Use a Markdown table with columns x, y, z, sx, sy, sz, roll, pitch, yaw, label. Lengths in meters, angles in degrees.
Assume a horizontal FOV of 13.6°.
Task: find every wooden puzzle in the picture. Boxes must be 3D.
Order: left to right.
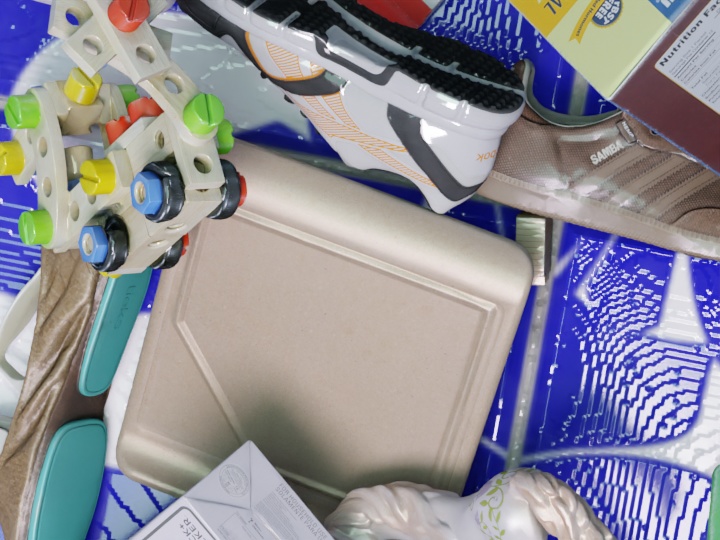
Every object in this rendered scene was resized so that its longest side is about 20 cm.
| x | y | z | sx | sy | sz | roll | pitch | yaw | label |
| --- | --- | --- | --- | --- | --- | --- | --- | --- | --- |
| -0.020 | 0.046 | 1.566 | 0.184 | 0.037 | 0.201 | 20 | 115 | 6 | wooden puzzle |

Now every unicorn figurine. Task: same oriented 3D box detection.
| x | y | z | sx | sy | sz | roll | pitch | yaw | label |
| --- | --- | --- | --- | --- | --- | --- | --- | --- | --- |
| 0.064 | 0.143 | 1.521 | 0.137 | 0.074 | 0.200 | 39 | 136 | -9 | unicorn figurine |

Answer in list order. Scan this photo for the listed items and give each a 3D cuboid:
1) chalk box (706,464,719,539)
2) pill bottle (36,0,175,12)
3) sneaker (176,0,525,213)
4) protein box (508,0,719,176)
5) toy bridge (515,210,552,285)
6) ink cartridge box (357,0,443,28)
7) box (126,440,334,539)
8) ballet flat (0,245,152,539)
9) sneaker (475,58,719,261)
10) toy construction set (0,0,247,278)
| x | y | z | sx | sy | sz | roll | pitch | yaw | label |
| --- | --- | --- | --- | --- | --- | --- | --- | --- | --- |
| 0.271 | 0.120 | 1.480 | 0.199 | 0.125 | 0.124 | 5 | 141 | 7 | chalk box |
| -0.129 | -0.237 | 1.518 | 0.111 | 0.112 | 0.201 | 9 | 84 | 7 | pill bottle |
| -0.016 | -0.096 | 1.528 | 0.199 | 0.074 | 0.080 | 31 | 126 | 19 | sneaker |
| 0.144 | -0.158 | 1.415 | 0.135 | 0.200 | 0.199 | -48 | 57 | 10 | protein box |
| 0.000 | 0.000 | 1.578 | 0.199 | 0.027 | 0.068 | 2 | 98 | 9 | toy bridge |
| -0.007 | -0.202 | 1.547 | 0.161 | 0.050 | 0.200 | 44 | 99 | 2 | ink cartridge box |
| -0.089 | 0.186 | 1.549 | 0.117 | 0.060 | 0.200 | 49 | 133 | 1 | box |
| -0.167 | 0.067 | 1.598 | 0.072 | 0.068 | 0.201 | 18 | 99 | 27 | ballet flat |
| 0.155 | -0.052 | 1.527 | 0.199 | 0.070 | 0.076 | 14 | 97 | 6 | sneaker |
| -0.120 | -0.071 | 1.497 | 0.092 | 0.200 | 0.132 | -10 | 72 | -20 | toy construction set |
